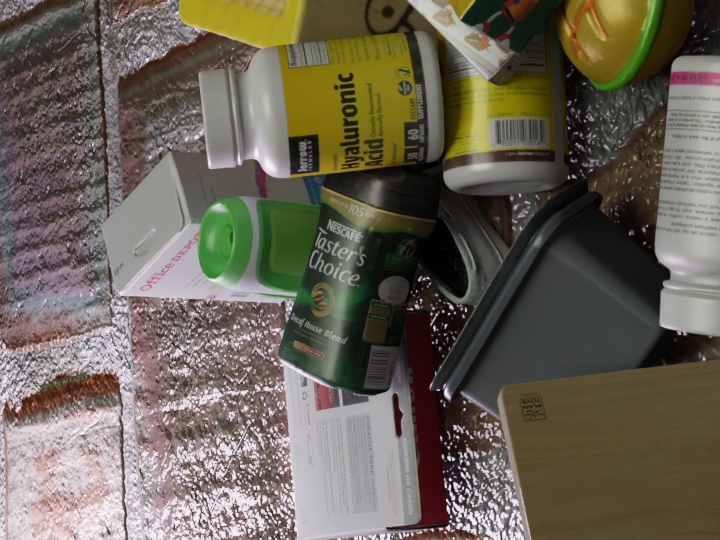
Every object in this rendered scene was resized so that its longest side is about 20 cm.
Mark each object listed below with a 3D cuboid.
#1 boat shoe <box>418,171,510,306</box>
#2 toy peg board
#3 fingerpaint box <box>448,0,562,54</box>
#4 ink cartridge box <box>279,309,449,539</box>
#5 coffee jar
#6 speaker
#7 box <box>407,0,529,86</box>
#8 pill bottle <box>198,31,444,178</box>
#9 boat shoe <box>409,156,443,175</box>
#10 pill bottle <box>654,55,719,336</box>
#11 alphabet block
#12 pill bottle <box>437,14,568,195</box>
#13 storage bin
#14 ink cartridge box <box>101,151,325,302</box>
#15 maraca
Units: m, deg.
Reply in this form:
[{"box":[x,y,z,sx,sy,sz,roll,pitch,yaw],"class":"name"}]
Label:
[{"box":[0.068,-0.038,1.705,0.201,0.071,0.070,51,126,40],"class":"boat shoe"},{"box":[0.212,0.186,1.439,0.098,0.198,0.201,100,162,-60],"class":"toy peg board"},{"box":[0.122,-0.300,1.514,0.167,0.073,0.201,-51,38,21],"class":"fingerpaint box"},{"box":[0.017,0.142,1.750,0.175,0.083,0.202,-14,77,48],"class":"ink cartridge box"},{"box":[0.000,0.000,1.658,0.104,0.085,0.202,22,100,44],"class":"coffee jar"},{"box":[-0.046,-0.017,1.738,0.088,0.198,0.089,-14,73,56],"class":"speaker"},{"box":[0.056,-0.233,1.564,0.039,0.041,0.200,-46,75,10],"class":"box"},{"box":[-0.034,-0.137,1.596,0.111,0.198,0.113,174,90,-86],"class":"pill bottle"},{"box":[0.017,-0.138,1.765,0.199,0.072,0.060,28,151,52],"class":"boat shoe"},{"box":[0.278,-0.054,1.411,0.113,0.113,0.202,9,95,51],"class":"pill bottle"},{"box":[-0.023,-0.293,1.731,0.196,0.199,0.197,21,105,49],"class":"alphabet block"},{"box":[0.120,-0.170,1.617,0.109,0.108,0.202,-8,81,50],"class":"pill bottle"},{"box":[0.173,0.050,1.537,0.134,0.145,0.201,38,121,14],"class":"storage bin"},{"box":[-0.131,-0.039,1.851,0.144,0.199,0.085,-41,58,41],"class":"ink cartridge box"},{"box":[0.204,-0.216,1.526,0.200,0.106,0.138,-128,53,-71],"class":"maraca"}]
